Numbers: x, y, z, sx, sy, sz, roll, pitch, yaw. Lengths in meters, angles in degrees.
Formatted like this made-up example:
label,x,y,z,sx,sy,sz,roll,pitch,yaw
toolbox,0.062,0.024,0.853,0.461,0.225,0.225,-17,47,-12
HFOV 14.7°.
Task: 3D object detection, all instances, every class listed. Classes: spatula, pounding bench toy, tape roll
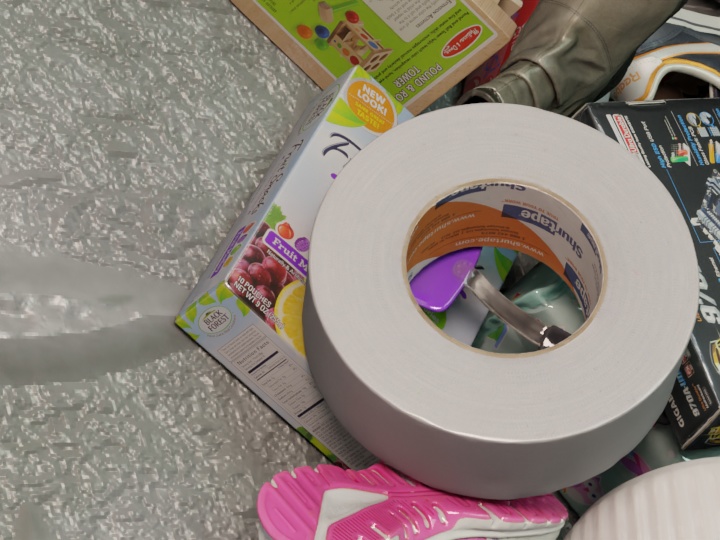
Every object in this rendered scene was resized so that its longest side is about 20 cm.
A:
label,x,y,z,sx,sy,sz,roll,pitch,yaw
spatula,0.088,0.026,1.503,0.200,0.021,0.057,32,70,-6
pounding bench toy,0.054,-0.205,1.609,0.124,0.200,0.156,43,44,-11
tape roll,0.070,0.014,1.436,0.200,0.066,0.201,2,58,-4

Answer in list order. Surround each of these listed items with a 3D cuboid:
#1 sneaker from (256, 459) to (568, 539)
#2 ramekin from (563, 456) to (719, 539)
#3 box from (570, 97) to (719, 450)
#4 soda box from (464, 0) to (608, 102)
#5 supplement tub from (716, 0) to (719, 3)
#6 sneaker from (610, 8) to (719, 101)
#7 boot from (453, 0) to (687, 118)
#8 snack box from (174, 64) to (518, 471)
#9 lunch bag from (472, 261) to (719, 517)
label,x,y,z,sx,sy,sz,roll,pitch,yaw
sneaker,0.019,0.143,1.439,0.200,0.088,0.081,-6,38,-38
ramekin,0.192,0.187,1.488,0.200,0.200,0.105,23,41,-29
box,0.212,-0.004,1.552,0.159,0.046,0.200,-5,61,-33
soda box,0.115,-0.146,1.709,0.063,0.070,0.200,34,46,-21
supplement tub,0.302,-0.229,1.884,0.200,0.145,0.145,26,49,-27
sneaker,0.238,-0.121,1.810,0.200,0.078,0.080,1,58,-29
boot,0.107,-0.119,1.511,0.068,0.200,0.131,41,57,12
snack box,0.000,0.000,1.538,0.142,0.053,0.200,43,44,-13
lunch bag,0.174,0.042,1.617,0.170,0.122,0.200,50,48,-2
